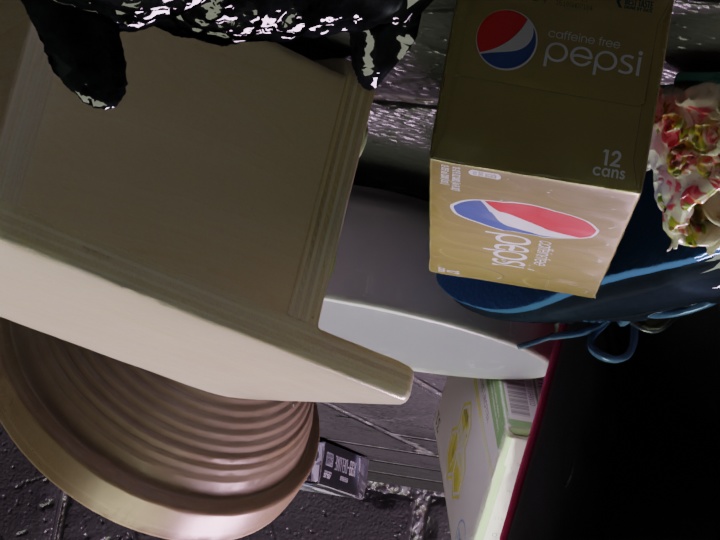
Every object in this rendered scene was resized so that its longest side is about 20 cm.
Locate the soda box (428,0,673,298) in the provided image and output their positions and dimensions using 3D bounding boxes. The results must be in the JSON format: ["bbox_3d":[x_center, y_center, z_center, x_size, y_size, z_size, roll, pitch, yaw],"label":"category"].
[{"bbox_3d":[0.061,-0.041,0.786,0.067,0.065,0.200,10,171,3],"label":"soda box"}]

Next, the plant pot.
[{"bbox_3d":[-0.099,0.039,1.243,0.199,0.202,0.093,15,129,-27],"label":"plant pot"}]

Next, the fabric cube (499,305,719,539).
[{"bbox_3d":[0.186,0.128,1.063,0.198,0.197,0.200,8,145,18],"label":"fabric cube"}]

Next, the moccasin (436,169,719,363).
[{"bbox_3d":[0.109,0.000,0.917,0.068,0.081,0.199,29,163,-32],"label":"moccasin"}]

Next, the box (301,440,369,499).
[{"bbox_3d":[-0.108,0.209,2.549,0.198,0.050,0.158,7,171,19],"label":"box"}]

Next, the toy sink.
[{"bbox_3d":[-0.077,-0.033,0.845,0.199,0.113,0.130,23,165,-35],"label":"toy sink"}]

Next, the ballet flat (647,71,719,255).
[{"bbox_3d":[0.174,-0.031,0.720,0.075,0.065,0.199,17,169,-43],"label":"ballet flat"}]

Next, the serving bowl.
[{"bbox_3d":[0.000,0.000,1.100,0.198,0.066,0.200,10,171,1],"label":"serving bowl"}]

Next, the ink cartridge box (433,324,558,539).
[{"bbox_3d":[0.066,0.126,1.236,0.047,0.201,0.146,10,-150,-10],"label":"ink cartridge box"}]

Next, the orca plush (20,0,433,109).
[{"bbox_3d":[-0.071,-0.079,0.679,0.199,0.072,0.105,18,168,-38],"label":"orca plush"}]
